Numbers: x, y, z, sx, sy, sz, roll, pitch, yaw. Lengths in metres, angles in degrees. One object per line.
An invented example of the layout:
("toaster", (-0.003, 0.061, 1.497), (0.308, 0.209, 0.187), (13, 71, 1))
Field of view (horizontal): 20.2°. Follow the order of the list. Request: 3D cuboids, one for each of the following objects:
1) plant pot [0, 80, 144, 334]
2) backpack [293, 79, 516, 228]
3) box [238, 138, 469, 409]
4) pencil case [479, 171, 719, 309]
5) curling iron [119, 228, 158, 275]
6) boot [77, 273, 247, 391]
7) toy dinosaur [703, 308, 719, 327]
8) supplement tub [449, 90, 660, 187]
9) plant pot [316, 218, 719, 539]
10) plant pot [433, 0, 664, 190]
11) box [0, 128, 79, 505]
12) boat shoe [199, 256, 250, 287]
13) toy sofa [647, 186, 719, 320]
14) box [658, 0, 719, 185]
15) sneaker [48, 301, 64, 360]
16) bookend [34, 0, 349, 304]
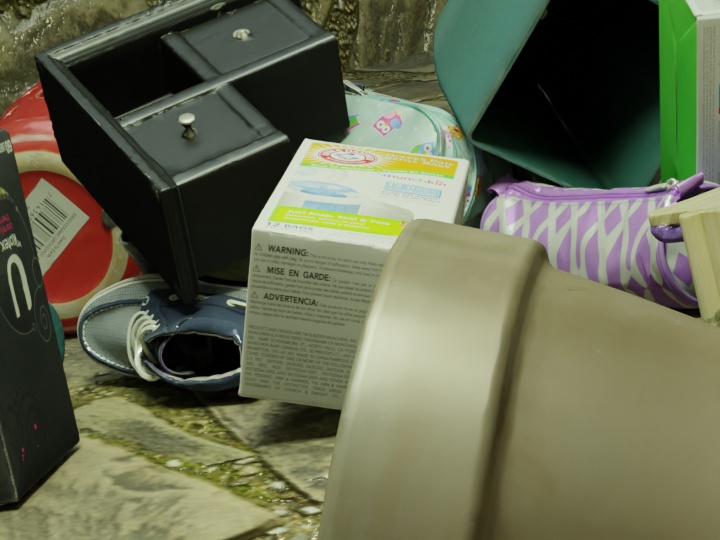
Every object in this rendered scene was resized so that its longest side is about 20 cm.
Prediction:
("plant pot", (-0.222, -0.053, 1.635), (0.200, 0.201, 0.183), (-9, 19, 14))
("backpack", (0.008, -0.055, 1.450), (0.200, 0.167, 0.127), (13, -4, 37))
("box", (0.000, 0.000, 1.203), (0.112, 0.102, 0.200), (8, 19, 5))
("pencil case", (0.162, -0.020, 1.310), (0.084, 0.086, 0.200), (-40, 21, -28))
("curling iron", (-0.133, 0.002, 1.433), (0.026, 0.050, 0.200), (-16, -16, 13))
("boot", (-0.127, 0.042, 1.323), (0.200, 0.073, 0.090), (-4, 7, 34))
("toy dinosaur", (0.133, 0.038, 1.143), (0.088, 0.048, 0.200), (-1, 2, -34))
("supplement tub", (0.135, -0.082, 1.572), (0.200, 0.123, 0.122), (-20, 13, -40))
("plant pot", (0.086, 0.094, 0.565), (0.173, 0.200, 0.200), (6, 13, 9))
("plant pot", (0.136, -0.163, 1.439), (0.141, 0.141, 0.200), (22, 18, -25))
("box", (-0.247, 0.030, 1.168), (0.106, 0.200, 0.122), (-9, 11, 12))
("boat shoe", (-0.037, 0.014, 1.380), (0.201, 0.063, 0.074), (18, 56, 41))
("toy sofa", (0.269, -0.020, 1.196), (0.200, 0.083, 0.098), (-20, 9, -39))
("box", (0.290, -0.116, 1.309), (0.176, 0.200, 0.097), (-11, 39, -3))
("sneaker", (-0.298, 0.068, 1.369), (0.130, 0.080, 0.200), (-5, 11, 27))
("bookend", (-0.082, -0.100, 1.343), (0.199, 0.092, 0.200), (-24, 41, -18))
